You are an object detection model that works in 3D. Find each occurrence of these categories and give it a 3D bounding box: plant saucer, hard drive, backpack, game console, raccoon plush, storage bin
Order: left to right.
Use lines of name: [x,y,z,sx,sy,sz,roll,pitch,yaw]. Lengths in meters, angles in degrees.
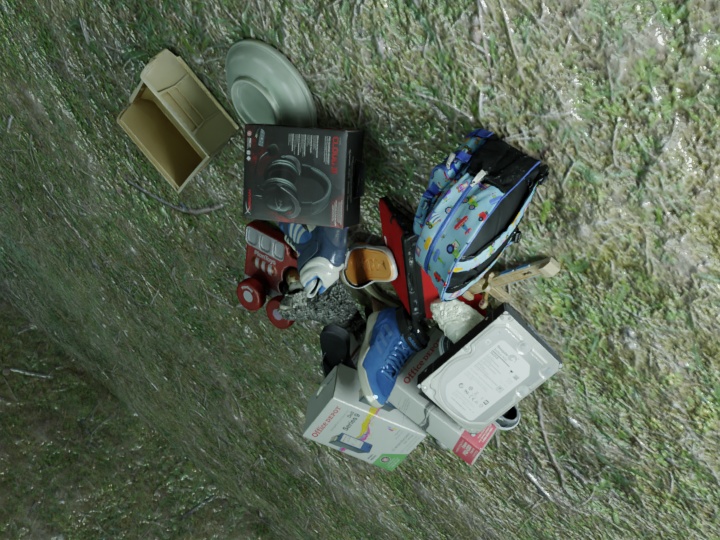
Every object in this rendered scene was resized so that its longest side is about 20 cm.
storage bin: [-0.350,-0.280,1.607,0.199,0.094,0.199,49,150,-8]
plant saucer: [-0.161,-0.281,1.416,0.198,0.050,0.202,31,148,22]
raccoon plush: [-0.069,0.094,1.606,0.201,0.133,0.097,54,171,34]
game console: [0.119,-0.020,1.423,0.202,0.117,0.173,81,165,-45]
backpack: [0.140,-0.067,1.157,0.134,0.200,0.184,35,150,14]
hard drive: [0.206,0.163,1.374,0.139,0.038,0.200,42,112,-14]

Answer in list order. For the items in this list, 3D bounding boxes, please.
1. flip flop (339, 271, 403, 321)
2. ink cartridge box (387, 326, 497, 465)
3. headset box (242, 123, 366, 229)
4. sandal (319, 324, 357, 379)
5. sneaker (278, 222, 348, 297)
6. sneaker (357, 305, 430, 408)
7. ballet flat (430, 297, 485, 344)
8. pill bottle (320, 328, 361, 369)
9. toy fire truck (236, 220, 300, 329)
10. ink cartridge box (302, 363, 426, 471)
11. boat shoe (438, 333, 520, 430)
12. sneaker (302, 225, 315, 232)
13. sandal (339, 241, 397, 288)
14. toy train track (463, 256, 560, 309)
flip flop: [0.030,0.075,1.607,0.200,0.058,0.081,42,148,8]
ink cartridge box: [0.164,0.222,1.534,0.199,0.146,0.085,35,151,15]
headset box: [-0.082,-0.150,1.344,0.196,0.077,0.152,8,102,22]
sandal: [-0.047,0.183,1.615,0.075,0.043,0.202,10,138,22]
sneaker: [-0.099,-0.028,1.534,0.080,0.149,0.198,17,172,-37]
sneaker: [0.063,0.139,1.478,0.110,0.202,0.077,-21,126,27]
ballet flat: [0.196,0.118,1.408,0.199,0.072,0.072,36,152,-14]
pill bottle: [0.021,0.192,1.710,0.199,0.112,0.113,36,149,16]
toy fire truck: [-0.158,0.007,1.724,0.198,0.112,0.170,27,127,26]
ink cartridge box: [0.009,0.277,1.602,0.197,0.088,0.146,26,132,-13]
boat shoe: [0.205,0.182,1.467,0.202,0.071,0.068,57,172,19]
sneaker: [-0.094,-0.142,1.491,0.200,0.088,0.075,50,168,47]
sandal: [-0.002,-0.008,1.499,0.206,0.058,0.081,-7,98,68]
toy train track: [0.220,0.021,1.306,0.114,0.033,0.199,35,147,-25]
